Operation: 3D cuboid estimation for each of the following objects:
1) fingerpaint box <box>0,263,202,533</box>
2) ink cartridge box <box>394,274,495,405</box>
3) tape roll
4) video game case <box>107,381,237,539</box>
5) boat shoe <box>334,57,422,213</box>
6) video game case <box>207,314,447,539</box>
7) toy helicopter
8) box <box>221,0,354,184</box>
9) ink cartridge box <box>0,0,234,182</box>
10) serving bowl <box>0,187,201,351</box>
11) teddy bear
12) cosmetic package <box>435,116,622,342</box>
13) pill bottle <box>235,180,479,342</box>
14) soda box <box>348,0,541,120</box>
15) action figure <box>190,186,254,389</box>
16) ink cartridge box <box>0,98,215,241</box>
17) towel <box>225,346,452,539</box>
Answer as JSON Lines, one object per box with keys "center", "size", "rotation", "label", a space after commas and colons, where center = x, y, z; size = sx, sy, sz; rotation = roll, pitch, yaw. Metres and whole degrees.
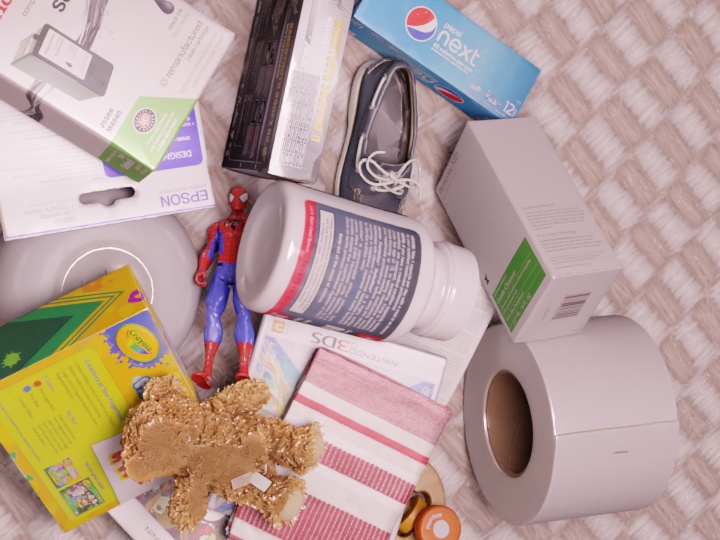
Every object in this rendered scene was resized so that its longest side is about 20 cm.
{"center": [-0.236, 0.116, 1.189], "size": [0.167, 0.073, 0.200], "rotation": [-27, 132, -6], "label": "fingerpaint box"}
{"center": [0.028, 0.070, 1.321], "size": [0.160, 0.047, 0.200], "rotation": [25, 95, -21], "label": "ink cartridge box"}
{"center": [0.207, 0.149, 1.348], "size": [0.139, 0.203, 0.203], "rotation": [-3, 97, -21], "label": "tape roll"}
{"center": [-0.113, 0.224, 1.288], "size": [0.200, 0.036, 0.181], "rotation": [-43, 89, -13], "label": "video game case"}
{"center": [0.024, -0.109, 1.321], "size": [0.075, 0.062, 0.200], "rotation": [6, 95, -27], "label": "boat shoe"}
{"center": [-0.031, 0.153, 1.265], "size": [0.182, 0.022, 0.200], "rotation": [17, 90, -7], "label": "video game case"}
{"center": [-0.006, 0.247, 1.342], "size": [0.200, 0.079, 0.132], "rotation": [-23, 92, -22], "label": "toy helicopter"}
{"center": [-0.066, -0.183, 1.228], "size": [0.048, 0.158, 0.200], "rotation": [11, 91, -22], "label": "box"}
{"center": [-0.234, -0.192, 1.153], "size": [0.200, 0.084, 0.146], "rotation": [31, 78, -15], "label": "ink cartridge box"}
{"center": [-0.239, 0.018, 1.234], "size": [0.200, 0.066, 0.200], "rotation": [-2, 97, -20], "label": "serving bowl"}
{"center": [-0.121, 0.160, 1.179], "size": [0.200, 0.067, 0.145], "rotation": [3, 105, -27], "label": "teddy bear"}
{"center": [0.159, -0.043, 1.299], "size": [0.085, 0.200, 0.108], "rotation": [-8, 143, -26], "label": "cosmetic package"}
{"center": [0.000, 0.000, 1.206], "size": [0.200, 0.120, 0.120], "rotation": [15, 90, -24], "label": "pill bottle"}
{"center": [0.077, -0.223, 1.328], "size": [0.200, 0.064, 0.068], "rotation": [31, 84, -21], "label": "soda box"}
{"center": [-0.121, 0.010, 1.255], "size": [0.065, 0.052, 0.200], "rotation": [-2, 62, 8], "label": "action figure"}
{"center": [-0.245, -0.138, 1.213], "size": [0.198, 0.043, 0.200], "rotation": [-10, 90, -20], "label": "ink cartridge box"}
{"center": [-0.021, 0.188, 1.246], "size": [0.144, 0.023, 0.200], "rotation": [27, 89, -9], "label": "towel"}
